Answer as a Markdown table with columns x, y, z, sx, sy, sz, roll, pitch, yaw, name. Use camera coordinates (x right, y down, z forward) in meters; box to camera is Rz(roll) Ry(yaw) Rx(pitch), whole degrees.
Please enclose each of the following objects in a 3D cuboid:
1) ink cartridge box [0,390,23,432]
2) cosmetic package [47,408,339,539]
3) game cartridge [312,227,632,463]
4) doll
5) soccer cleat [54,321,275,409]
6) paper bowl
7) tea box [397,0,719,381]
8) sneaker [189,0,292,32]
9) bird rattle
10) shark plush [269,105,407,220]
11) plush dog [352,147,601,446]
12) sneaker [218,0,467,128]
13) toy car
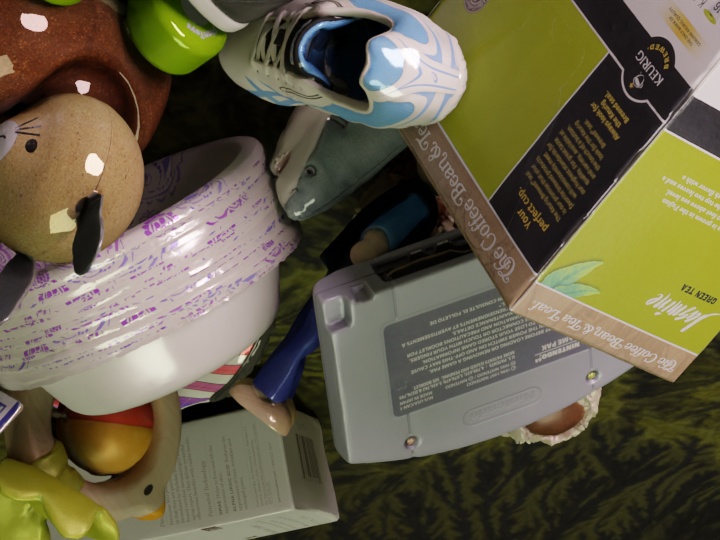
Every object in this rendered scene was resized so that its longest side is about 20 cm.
| x | y | z | sx | sy | sz | roll | pitch | yaw | name |
| --- | --- | --- | --- | --- | --- | --- | --- | --- | --- |
| -0.325 | 0.108 | 1.587 | 0.200 | 0.200 | 0.041 | 31 | 153 | 26 | ink cartridge box |
| -0.130 | 0.155 | 1.939 | 0.199 | 0.081 | 0.113 | -15 | 167 | 15 | cosmetic package |
| 0.072 | 0.035 | 1.570 | 0.199 | 0.041 | 0.134 | -18 | 124 | -16 | game cartridge |
| 0.000 | 0.000 | 1.600 | 0.048 | 0.200 | 0.136 | 37 | -176 | -1 | doll |
| -0.131 | 0.057 | 1.821 | 0.073 | 0.068 | 0.200 | 22 | 142 | -30 | soccer cleat |
| -0.127 | 0.010 | 1.600 | 0.200 | 0.201 | 0.105 | -20 | 103 | 24 | paper bowl |
| 0.140 | -0.089 | 1.432 | 0.133 | 0.200 | 0.197 | 24 | 116 | -38 | tea box |
| -0.074 | -0.195 | 1.416 | 0.099 | 0.071 | 0.200 | -21 | 151 | 21 | sneaker |
| -0.186 | 0.088 | 1.747 | 0.163 | 0.201 | 0.112 | 13 | 158 | -42 | bird rattle |
| 0.042 | -0.090 | 1.577 | 0.199 | 0.084 | 0.091 | -14 | 142 | -8 | shark plush |
| 0.079 | -0.016 | 1.694 | 0.171 | 0.161 | 0.201 | 14 | 118 | -3 | plush dog |
| -0.022 | -0.120 | 1.477 | 0.072 | 0.072 | 0.200 | 20 | 178 | -36 | sneaker |
| -0.175 | -0.065 | 1.474 | 0.158 | 0.201 | 0.164 | 29 | 135 | -34 | toy car |
